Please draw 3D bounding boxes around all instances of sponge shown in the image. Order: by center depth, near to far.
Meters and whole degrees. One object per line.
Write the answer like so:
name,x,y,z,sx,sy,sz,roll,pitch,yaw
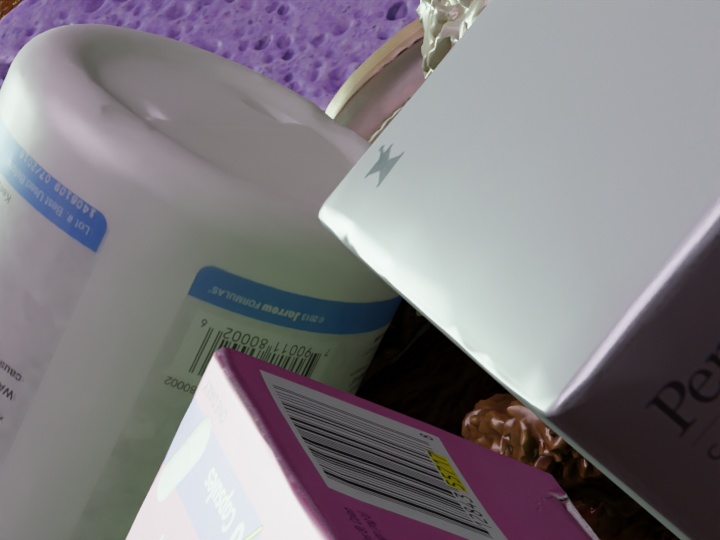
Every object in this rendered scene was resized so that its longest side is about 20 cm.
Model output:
sponge,-0.033,-0.089,1.012,0.199,0.030,0.112,12,48,39

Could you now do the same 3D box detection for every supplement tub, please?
supplement tub,-0.077,0.042,0.831,0.201,0.131,0.132,-63,19,18

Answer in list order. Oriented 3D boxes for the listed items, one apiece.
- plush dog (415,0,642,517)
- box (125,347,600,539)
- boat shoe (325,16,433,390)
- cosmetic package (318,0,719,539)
plush dog,0.081,-0.031,0.735,0.200,0.160,0.172,-39,49,24
box,-0.015,0.147,0.610,0.201,0.096,0.176,-64,22,12
boat shoe,0.000,0.000,0.905,0.200,0.070,0.070,-50,27,20
cosmetic package,0.139,-0.014,0.503,0.200,0.200,0.123,-51,23,1
